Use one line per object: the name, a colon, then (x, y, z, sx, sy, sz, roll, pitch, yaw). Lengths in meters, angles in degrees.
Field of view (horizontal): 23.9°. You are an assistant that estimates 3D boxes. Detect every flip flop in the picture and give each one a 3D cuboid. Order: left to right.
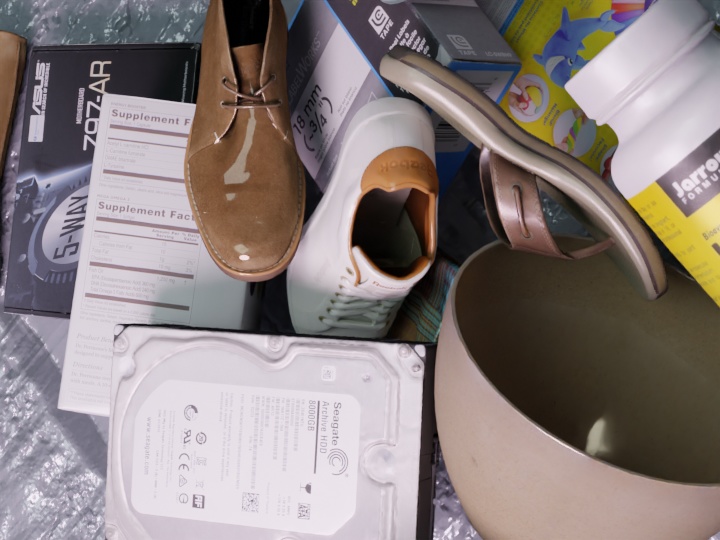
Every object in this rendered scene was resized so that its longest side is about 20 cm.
flip flop: (0.084, -0.047, 0.934, 0.200, 0.081, 0.058, 38, 88, -3)

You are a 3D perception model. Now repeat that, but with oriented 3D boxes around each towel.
towel: (0.018, 0.083, 1.043, 0.147, 0.022, 0.201, -138, 66, -75)

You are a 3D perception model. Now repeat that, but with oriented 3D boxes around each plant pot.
plant pot: (0.124, 0.093, 0.941, 0.200, 0.200, 0.135, 42, 130, 29)

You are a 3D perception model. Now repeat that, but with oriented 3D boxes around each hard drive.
hard drive: (-0.053, 0.104, 0.982, 0.199, 0.038, 0.140, 4, 91, 21)

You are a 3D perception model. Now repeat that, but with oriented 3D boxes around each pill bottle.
pill bottle: (0.203, -0.049, 0.895, 0.111, 0.111, 0.200, -42, 89, 22)

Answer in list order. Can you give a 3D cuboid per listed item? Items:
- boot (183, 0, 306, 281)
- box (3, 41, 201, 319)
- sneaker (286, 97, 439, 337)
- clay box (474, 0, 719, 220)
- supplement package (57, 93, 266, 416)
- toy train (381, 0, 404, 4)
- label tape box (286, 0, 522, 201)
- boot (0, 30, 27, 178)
boot: (-0.071, -0.094, 1.012, 0.073, 0.075, 0.201, -3, 69, -3)
box: (-0.175, -0.061, 1.223, 0.160, 0.043, 0.201, 5, 87, 33)
sneaker: (0.000, 0.000, 1.002, 0.085, 0.073, 0.200, -100, 17, -45)
clay box: (0.147, -0.120, 1.016, 0.200, 0.048, 0.115, 42, 110, 29)
supplement package: (-0.118, -0.003, 1.103, 0.109, 0.114, 0.201, 8, 87, 3)
toy train: (0.047, -0.232, 0.947, 0.200, 0.085, 0.114, -24, 52, 34)
label tape box: (-0.001, -0.141, 1.067, 0.200, 0.063, 0.144, 57, 134, 32)
boot: (-0.340, -0.084, 1.326, 0.175, 0.066, 0.201, 3, 87, 21)
